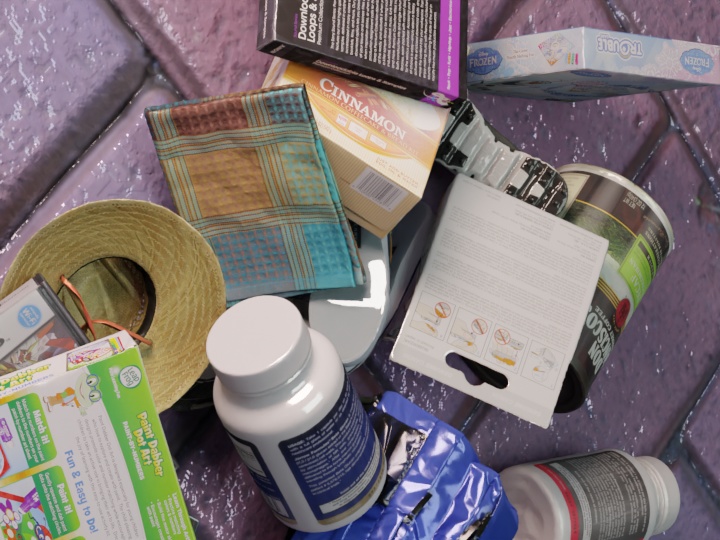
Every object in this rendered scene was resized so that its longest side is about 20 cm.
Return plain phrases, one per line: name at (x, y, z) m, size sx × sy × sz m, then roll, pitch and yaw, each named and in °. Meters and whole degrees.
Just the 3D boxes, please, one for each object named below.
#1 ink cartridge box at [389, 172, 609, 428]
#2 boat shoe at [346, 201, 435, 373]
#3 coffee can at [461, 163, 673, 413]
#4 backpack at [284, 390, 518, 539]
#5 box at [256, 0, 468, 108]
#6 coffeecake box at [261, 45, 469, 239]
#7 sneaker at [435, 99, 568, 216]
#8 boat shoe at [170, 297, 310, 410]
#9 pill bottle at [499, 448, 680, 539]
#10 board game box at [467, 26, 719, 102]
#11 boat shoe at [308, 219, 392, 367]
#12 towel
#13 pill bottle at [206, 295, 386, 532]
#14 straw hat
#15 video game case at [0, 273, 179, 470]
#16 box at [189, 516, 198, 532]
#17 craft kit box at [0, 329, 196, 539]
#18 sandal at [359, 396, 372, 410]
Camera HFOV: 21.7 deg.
ink cartridge box at (0.125, 0.031, 1.714) m, size 0.161 × 0.050 × 0.201 m, roll 24°, pitch 68°, yaw -5°
boat shoe at (0.029, 0.036, 1.750) m, size 0.086 × 0.074 × 0.203 m, roll 53°, pitch 49°, yaw -31°
coffee can at (0.200, 0.016, 1.843) m, size 0.147 × 0.146 × 0.201 m, roll 50°, pitch 59°, yaw -29°
backpack at (0.031, 0.237, 1.662) m, size 0.200 × 0.167 × 0.163 m, roll -52°, pitch 146°, yaw -14°
box at (0.005, -0.231, 1.598) m, size 0.199 × 0.036 × 0.144 m, roll 15°, pitch 68°, yaw -33°
coffeecake box at (-0.003, -0.153, 1.642) m, size 0.153 × 0.073 × 0.201 m, roll 31°, pitch 47°, yaw -14°
sneaker at (0.108, -0.113, 1.805) m, size 0.199 × 0.090 × 0.067 m, roll 37°, pitch 85°, yaw -1°
boat shoe at (-0.100, 0.073, 1.640) m, size 0.199 × 0.071 × 0.064 m, roll -15°, pitch 133°, yaw -48°
pill bottle at (0.228, 0.239, 1.892) m, size 0.199 × 0.110 × 0.112 m, roll -5°, pitch 93°, yaw -41°
board game box at (0.209, -0.197, 1.817) m, size 0.199 × 0.198 × 0.044 m, roll 1°, pitch 89°, yaw -42°
boat shoe at (0.000, 0.000, 1.684) m, size 0.091 × 0.070 × 0.202 m, roll 67°, pitch 26°, yaw -67°
towel at (-0.088, -0.059, 1.579) m, size 0.022 × 0.145 × 0.201 m, roll -78°, pitch 156°, yaw -54°
pill bottle at (-0.056, 0.116, 1.542) m, size 0.111 × 0.110 × 0.201 m, roll -54°, pitch 142°, yaw -27°
straw hat at (-0.214, 0.029, 1.518) m, size 0.199 × 0.085 × 0.203 m, roll -6°, pitch 107°, yaw -20°
video game case at (-0.267, 0.133, 1.466) m, size 0.180 × 0.025 × 0.201 m, roll -37°, pitch 115°, yaw -8°
box at (-0.211, 0.282, 1.547) m, size 0.082 × 0.049 × 0.201 m, roll 34°, pitch 69°, yaw -36°
craft kit box at (-0.241, 0.172, 1.452) m, size 0.196 × 0.049 × 0.202 m, roll -19°, pitch 113°, yaw -13°
sandal at (-0.032, 0.132, 1.702) m, size 0.080 × 0.057 × 0.201 m, roll -54°, pitch 147°, yaw 9°
